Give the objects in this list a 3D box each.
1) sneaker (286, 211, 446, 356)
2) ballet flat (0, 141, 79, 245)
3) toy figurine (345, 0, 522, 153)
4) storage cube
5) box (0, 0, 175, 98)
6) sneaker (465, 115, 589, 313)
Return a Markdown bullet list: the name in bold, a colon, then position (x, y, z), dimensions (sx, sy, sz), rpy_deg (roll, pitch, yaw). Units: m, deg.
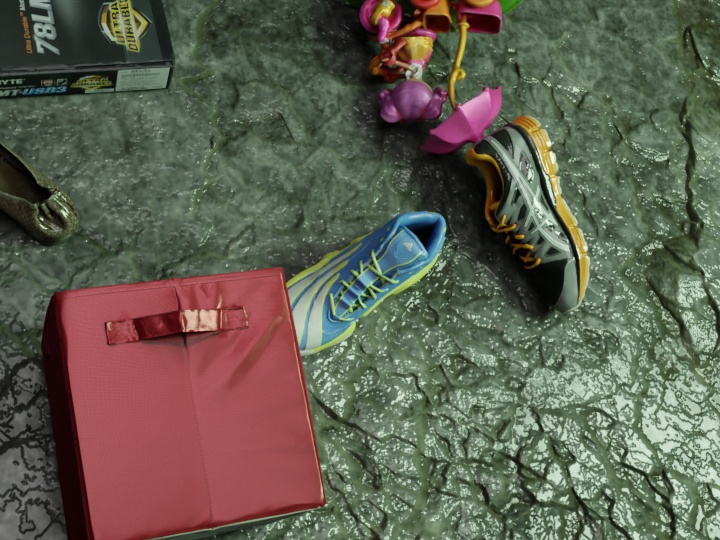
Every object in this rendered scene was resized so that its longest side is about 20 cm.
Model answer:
- **sneaker**: position (0.000, 0.000, 0.940), dimensions (0.200, 0.105, 0.076), rpy_deg (-37, 83, -29)
- **ballet flat**: position (-0.330, -0.094, 0.899), dimensions (0.200, 0.046, 0.067), rpy_deg (37, 60, -1)
- **toy figurine**: position (0.071, -0.210, 1.057), dimensions (0.200, 0.150, 0.184), rpy_deg (1, 75, 5)
- **storage cube**: position (-0.144, 0.114, 0.792), dimensions (0.171, 0.200, 0.180), rpy_deg (-6, 76, -22)
- **box**: position (-0.293, -0.261, 0.985), dimensions (0.198, 0.050, 0.200), rpy_deg (-6, 69, -22)
- **sneaker**: position (0.165, -0.049, 1.031), dimensions (0.077, 0.078, 0.200), rpy_deg (-19, 86, -15)
